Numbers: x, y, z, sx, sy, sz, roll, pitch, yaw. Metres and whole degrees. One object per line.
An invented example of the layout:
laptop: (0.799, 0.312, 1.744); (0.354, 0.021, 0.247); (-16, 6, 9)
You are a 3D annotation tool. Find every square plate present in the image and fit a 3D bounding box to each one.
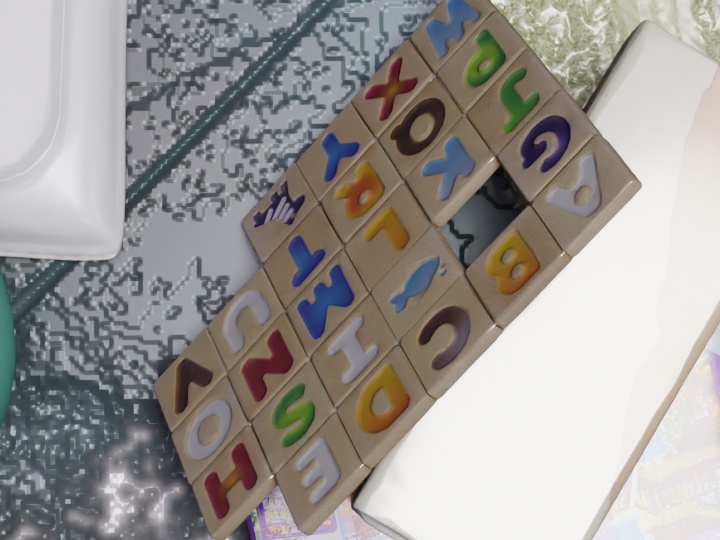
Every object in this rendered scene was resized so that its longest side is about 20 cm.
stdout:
square plate: (-0.190, -0.107, 0.848); (0.198, 0.028, 0.200); (2, 86, -2)

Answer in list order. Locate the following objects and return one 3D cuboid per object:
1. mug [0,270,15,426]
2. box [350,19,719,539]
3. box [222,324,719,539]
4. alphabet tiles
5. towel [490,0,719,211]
mug: (-0.207, 0.036, 0.790); (0.152, 0.114, 0.185); (42, 124, 16)
box: (0.078, 0.020, 0.776); (0.078, 0.095, 0.200); (31, 86, 1)
box: (0.057, 0.092, 0.836); (0.200, 0.039, 0.137); (-11, 86, -2)
alphabet tiles: (0.000, 0.000, 0.785); (0.008, 0.167, 0.200); (35, 104, -34)
towel: (0.105, -0.130, 0.853); (0.148, 0.036, 0.200); (-11, 87, -1)
